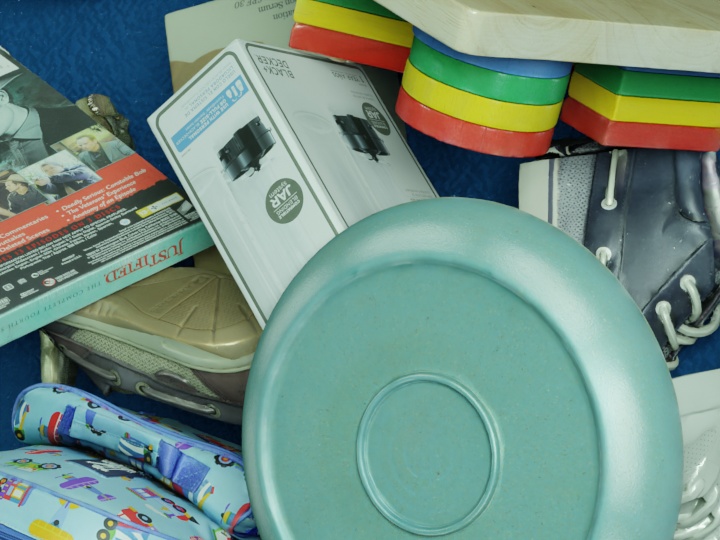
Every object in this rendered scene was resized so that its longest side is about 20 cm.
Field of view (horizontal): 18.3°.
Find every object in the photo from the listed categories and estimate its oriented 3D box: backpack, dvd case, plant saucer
[{"bbox_3d":[-0.118,0.133,1.040,0.182,0.200,0.136,19,87,33],"label":"backpack"},{"bbox_3d":[-0.183,-0.038,1.081,0.145,0.022,0.200,-27,46,-30],"label":"dvd case"},{"bbox_3d":[0.031,0.072,0.889,0.199,0.027,0.202,1,92,29],"label":"plant saucer"}]

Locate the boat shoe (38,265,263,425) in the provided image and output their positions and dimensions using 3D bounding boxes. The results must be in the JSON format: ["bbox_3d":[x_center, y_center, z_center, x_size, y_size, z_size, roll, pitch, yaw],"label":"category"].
[{"bbox_3d":[-0.111,0.029,1.069,0.199,0.072,0.065,14,123,40],"label":"boat shoe"}]

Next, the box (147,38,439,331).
[{"bbox_3d":[0.000,0.000,0.990,0.060,0.116,0.201,-38,72,23],"label":"box"}]

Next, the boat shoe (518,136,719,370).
[{"bbox_3d":[0.127,0.030,1.034,0.092,0.075,0.202,-8,78,24],"label":"boat shoe"}]

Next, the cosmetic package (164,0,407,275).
[{"bbox_3d":[-0.030,-0.038,1.115,0.104,0.071,0.202,-14,75,19],"label":"cosmetic package"}]

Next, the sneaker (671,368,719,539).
[{"bbox_3d":[0.154,0.105,0.944,0.073,0.199,0.117,-23,74,35],"label":"sneaker"}]

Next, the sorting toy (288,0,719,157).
[{"bbox_3d":[0.065,-0.109,1.002,0.200,0.197,0.070,39,121,49],"label":"sorting toy"}]

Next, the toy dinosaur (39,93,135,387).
[{"bbox_3d":[-0.169,-0.002,1.162,0.047,0.087,0.202,-6,73,64],"label":"toy dinosaur"}]
